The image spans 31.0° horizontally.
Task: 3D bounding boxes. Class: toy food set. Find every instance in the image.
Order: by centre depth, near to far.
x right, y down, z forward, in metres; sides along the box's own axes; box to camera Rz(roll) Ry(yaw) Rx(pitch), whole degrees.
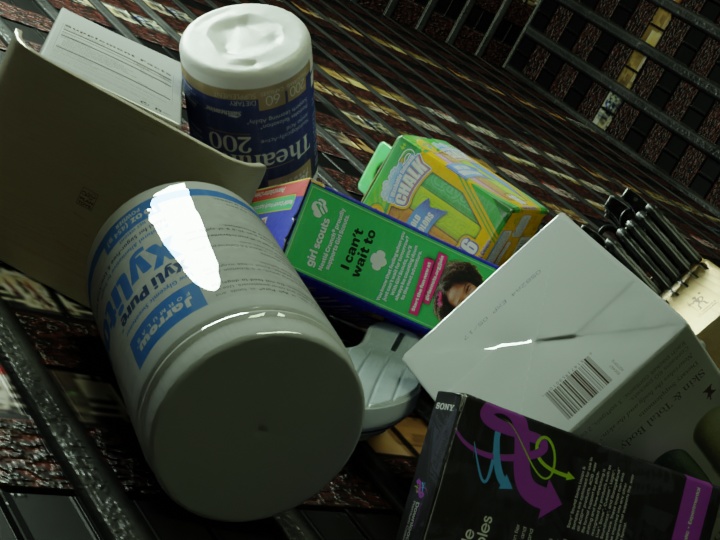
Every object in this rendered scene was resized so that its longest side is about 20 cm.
[{"bbox_3d":[-0.182,-0.057,0.908,0.199,0.144,0.060,28,16,-3],"label":"toy food set"}]

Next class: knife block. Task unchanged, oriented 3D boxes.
[{"bbox_3d":[0.250,0.034,1.005,0.200,0.064,0.176,50,1,-28],"label":"knife block"}]

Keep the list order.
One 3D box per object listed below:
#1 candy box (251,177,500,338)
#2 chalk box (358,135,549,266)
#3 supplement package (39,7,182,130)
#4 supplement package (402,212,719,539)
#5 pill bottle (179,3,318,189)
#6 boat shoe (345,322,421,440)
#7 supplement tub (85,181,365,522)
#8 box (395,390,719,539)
[{"bbox_3d":[0.000,0.000,1.060,0.199,0.078,0.169,22,-8,-23],"label":"candy box"},{"bbox_3d":[0.079,-0.067,1.414,0.199,0.125,0.124,35,17,22],"label":"chalk box"},{"bbox_3d":[-0.223,-0.119,1.063,0.119,0.122,0.200,24,17,-16],"label":"supplement package"},{"bbox_3d":[0.163,0.101,0.891,0.200,0.152,0.151,47,2,-40],"label":"supplement package"},{"bbox_3d":[-0.093,-0.119,1.129,0.110,0.201,0.111,-1,43,1],"label":"pill bottle"},{"bbox_3d":[0.008,0.090,0.929,0.072,0.062,0.200,22,14,11],"label":"boat shoe"},{"bbox_3d":[-0.089,0.042,0.792,0.131,0.133,0.200,19,18,-30],"label":"supplement tub"},{"bbox_3d":[0.112,0.166,0.748,0.199,0.144,0.036,22,-11,-26],"label":"box"}]
